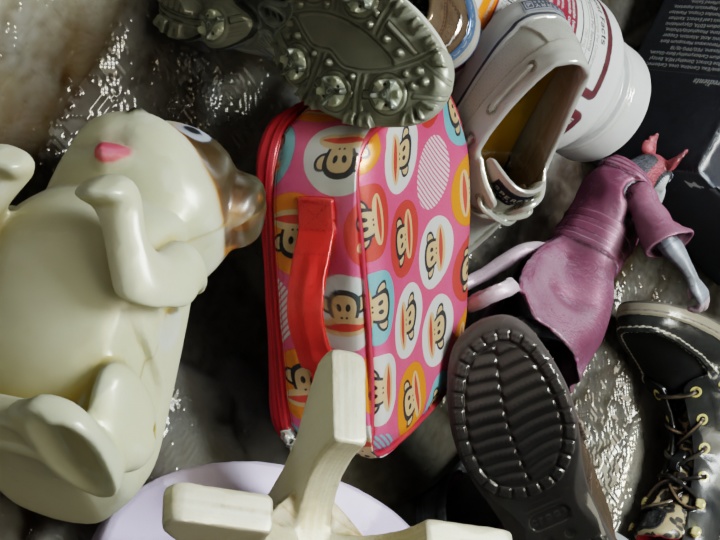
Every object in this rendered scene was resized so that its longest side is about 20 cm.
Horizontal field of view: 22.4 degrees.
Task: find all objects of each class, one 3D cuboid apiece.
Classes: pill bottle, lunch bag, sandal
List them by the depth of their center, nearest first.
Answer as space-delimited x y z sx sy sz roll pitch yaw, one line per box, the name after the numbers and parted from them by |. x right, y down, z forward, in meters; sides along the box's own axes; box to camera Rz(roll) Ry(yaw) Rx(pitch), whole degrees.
0.000 0.000 1.007 0.176 0.082 0.200 -43 135 -60 | lunch bag
0.064 0.151 1.118 0.075 0.048 0.200 35 45 9 | sandal
0.092 -0.142 1.141 0.200 0.113 0.113 26 69 -43 | pill bottle

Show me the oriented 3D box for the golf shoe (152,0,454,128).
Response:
-0.014 -0.132 0.975 0.097 0.200 0.078 0 114 -52 | golf shoe

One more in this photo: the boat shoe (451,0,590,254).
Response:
0.078 -0.061 1.076 0.071 0.200 0.070 6 39 -32 | boat shoe

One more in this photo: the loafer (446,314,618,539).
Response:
0.102 0.115 1.089 0.071 0.073 0.200 -83 155 -72 | loafer

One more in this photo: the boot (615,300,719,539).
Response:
0.232 0.125 1.303 0.200 0.073 0.151 44 57 -42 | boot

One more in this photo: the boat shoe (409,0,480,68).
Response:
0.002 -0.205 1.022 0.200 0.072 0.072 55 8 16 | boat shoe

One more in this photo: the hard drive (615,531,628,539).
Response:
0.114 0.252 1.198 0.132 0.027 0.200 33 64 -40 | hard drive

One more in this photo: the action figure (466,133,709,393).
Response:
0.141 -0.015 1.181 0.149 0.134 0.200 39 72 -24 | action figure

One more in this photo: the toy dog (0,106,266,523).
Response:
-0.121 0.013 0.892 0.194 0.139 0.200 52 52 -47 | toy dog

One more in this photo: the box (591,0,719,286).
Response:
0.295 -0.110 1.322 0.197 0.117 0.200 38 74 -38 | box

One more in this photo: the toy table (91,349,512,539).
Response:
-0.026 0.145 0.925 0.200 0.117 0.184 0 67 -29 | toy table
